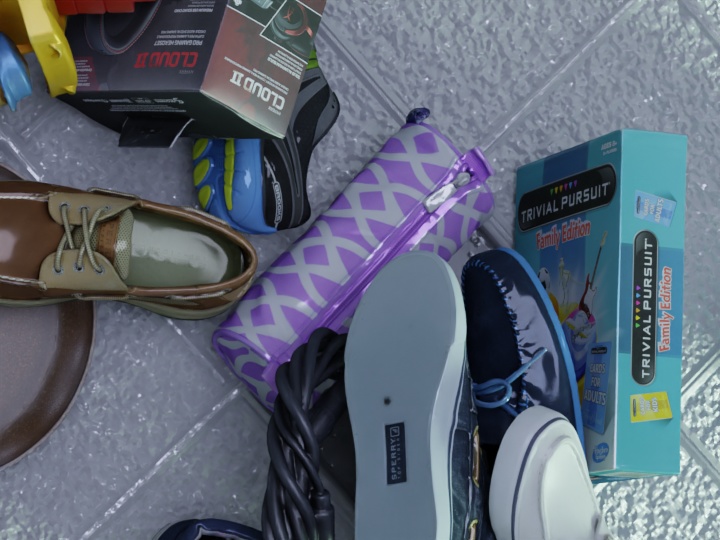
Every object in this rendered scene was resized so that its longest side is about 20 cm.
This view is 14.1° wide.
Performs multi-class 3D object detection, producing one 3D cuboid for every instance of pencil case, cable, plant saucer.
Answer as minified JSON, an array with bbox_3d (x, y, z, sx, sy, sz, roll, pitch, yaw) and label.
[{"bbox_3d":[0.000,0.000,1.756,0.200,0.085,0.084,-48,114,-15],"label":"pencil case"},{"bbox_3d":[0.003,0.135,1.674,0.163,0.051,0.202,19,70,-52],"label":"cable"},{"bbox_3d":[-0.255,0.027,1.703,0.199,0.032,0.202,3,81,-17],"label":"plant saucer"}]

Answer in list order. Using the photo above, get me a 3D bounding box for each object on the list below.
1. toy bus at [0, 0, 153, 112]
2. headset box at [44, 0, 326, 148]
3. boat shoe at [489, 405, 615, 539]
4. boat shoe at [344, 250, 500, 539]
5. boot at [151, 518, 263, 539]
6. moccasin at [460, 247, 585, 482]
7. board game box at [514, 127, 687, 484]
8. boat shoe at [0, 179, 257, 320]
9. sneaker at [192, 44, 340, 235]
[{"bbox_3d":[-0.210,-0.153,1.652,0.190,0.136,0.201,2,69,2],"label":"toy bus"},{"bbox_3d":[-0.093,-0.163,1.709,0.075,0.148,0.201,27,75,-41],"label":"headset box"},{"bbox_3d":[0.121,0.172,1.645,0.072,0.065,0.201,-26,121,-41],"label":"boat shoe"},{"bbox_3d":[0.039,0.095,1.652,0.070,0.091,0.202,-6,68,26],"label":"boat shoe"},{"bbox_3d":[-0.030,0.205,1.716,0.199,0.090,0.073,24,76,-13],"label":"boot"},{"bbox_3d":[0.088,0.089,1.694,0.068,0.080,0.201,-15,92,-25],"label":"moccasin"},{"bbox_3d":[0.141,0.026,1.759,0.047,0.151,0.202,5,81,-21],"label":"board game box"},{"bbox_3d":[-0.152,-0.017,1.685,0.199,0.074,0.076,5,79,-21],"label":"boat shoe"},{"bbox_3d":[-0.055,-0.118,1.772,0.082,0.071,0.201,15,72,-41],"label":"sneaker"}]
